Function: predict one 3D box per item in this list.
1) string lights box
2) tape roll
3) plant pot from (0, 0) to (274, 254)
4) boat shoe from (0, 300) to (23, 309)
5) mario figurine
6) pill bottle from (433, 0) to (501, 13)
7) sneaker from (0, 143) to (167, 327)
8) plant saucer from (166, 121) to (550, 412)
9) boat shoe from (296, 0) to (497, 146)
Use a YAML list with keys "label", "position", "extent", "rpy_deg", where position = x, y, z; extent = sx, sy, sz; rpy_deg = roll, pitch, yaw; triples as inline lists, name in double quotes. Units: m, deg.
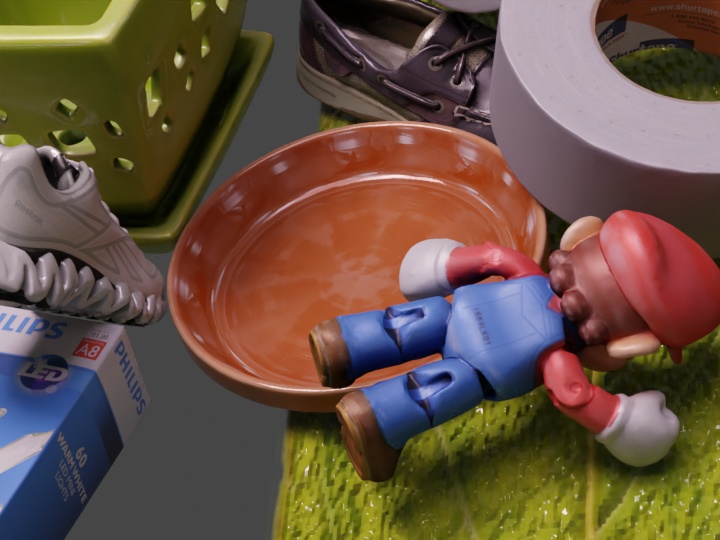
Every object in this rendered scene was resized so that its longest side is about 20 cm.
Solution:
- label: "string lights box"
  position: [-0.196, 0.108, 1.436]
  extent: [0.103, 0.059, 0.200]
  rpy_deg: [8, 47, 26]
- label: "tape roll"
  position: [0.168, -0.102, 1.508]
  extent: [0.200, 0.066, 0.200]
  rpy_deg: [2, 50, -2]
- label: "plant pot"
  position: [-0.164, -0.121, 1.579]
  extent: [0.200, 0.182, 0.199]
  rpy_deg: [4, 46, 21]
- label: "boat shoe"
  position: [-0.263, 0.009, 1.559]
  extent: [0.200, 0.062, 0.075]
  rpy_deg: [2, 26, 15]
- label: "mario figurine"
  position: [0.082, 0.040, 1.410]
  extent: [0.200, 0.124, 0.106]
  rpy_deg: [-18, 10, -5]
- label: "pill bottle"
  position: [0.054, -0.216, 1.631]
  extent: [0.111, 0.111, 0.200]
  rpy_deg: [-14, 25, 2]
- label: "sneaker"
  position: [-0.146, -0.017, 1.466]
  extent: [0.075, 0.200, 0.081]
  rpy_deg: [7, 85, 18]
- label: "plant saucer"
  position: [0.000, 0.000, 1.513]
  extent: [0.200, 0.032, 0.200]
  rpy_deg: [-9, 42, 9]
- label: "boat shoe"
  position: [0.045, -0.109, 1.589]
  extent: [0.200, 0.065, 0.072]
  rpy_deg: [22, 53, 33]
